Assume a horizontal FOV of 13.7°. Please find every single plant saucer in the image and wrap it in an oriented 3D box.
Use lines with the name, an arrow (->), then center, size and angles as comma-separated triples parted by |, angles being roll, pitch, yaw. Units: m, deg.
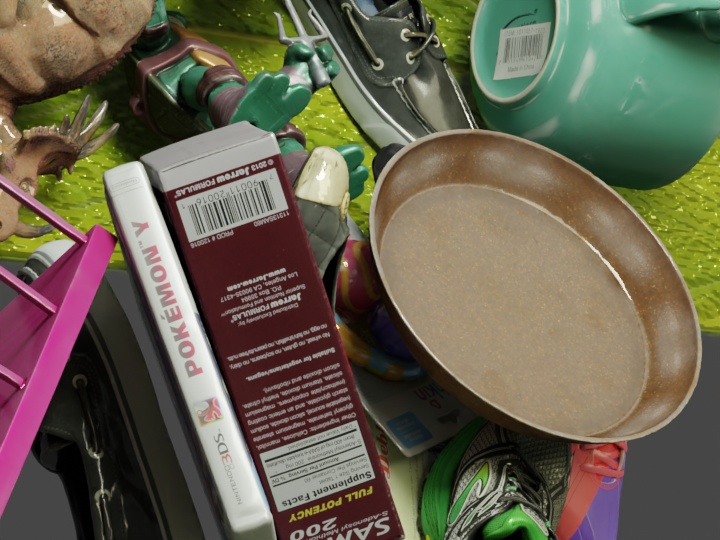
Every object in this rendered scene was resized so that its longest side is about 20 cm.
plant saucer -> 0.086, 0.014, 1.572 | 0.200, 0.035, 0.201 | 18, 46, -20

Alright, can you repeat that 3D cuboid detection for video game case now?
video game case -> -0.077, 0.065, 1.426 | 0.023, 0.200, 0.183 | -19, 72, -6

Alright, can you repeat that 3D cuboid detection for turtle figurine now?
turtle figurine -> -0.076, -0.109, 1.582 | 0.149, 0.101, 0.200 | 23, 17, -40

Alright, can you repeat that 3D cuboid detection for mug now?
mug -> 0.142, -0.142, 1.757 | 0.114, 0.185, 0.152 | 10, 37, -32

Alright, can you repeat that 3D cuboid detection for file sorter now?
file sorter -> -0.220, 0.052, 1.322 | 0.125, 0.139, 0.200 | 35, 44, -17

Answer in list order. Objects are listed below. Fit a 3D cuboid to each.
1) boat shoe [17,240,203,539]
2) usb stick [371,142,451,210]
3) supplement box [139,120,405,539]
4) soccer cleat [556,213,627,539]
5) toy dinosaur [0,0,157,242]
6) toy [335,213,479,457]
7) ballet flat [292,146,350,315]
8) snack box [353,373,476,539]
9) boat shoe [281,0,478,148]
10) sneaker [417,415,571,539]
boat shoe -> -0.129, 0.077, 1.433 | 0.056, 0.069, 0.200 | -14, 66, -23
usb stick -> 0.071, -0.039, 1.699 | 0.200, 0.033, 0.056 | 7, 46, -58
supplement box -> -0.043, 0.035, 1.421 | 0.061, 0.109, 0.201 | -18, 99, -6
soccer cleat -> 0.125, 0.065, 1.652 | 0.068, 0.073, 0.201 | 11, 70, -55
toy dinosaur -> -0.150, -0.117, 1.505 | 0.136, 0.200, 0.086 | 48, -1, -9
toy -> 0.000, 0.000, 1.600 | 0.200, 0.047, 0.115 | 47, 31, 14
ballet flat -> -0.018, 0.037, 1.510 | 0.066, 0.057, 0.201 | -24, 118, -71
snack box -> 0.032, 0.158, 1.554 | 0.116, 0.037, 0.201 | 21, 49, -32
boat shoe -> 0.011, -0.137, 1.730 | 0.200, 0.057, 0.069 | 53, 40, 1
sneaker -> 0.075, 0.136, 1.515 | 0.078, 0.085, 0.200 | 39, 41, -14
